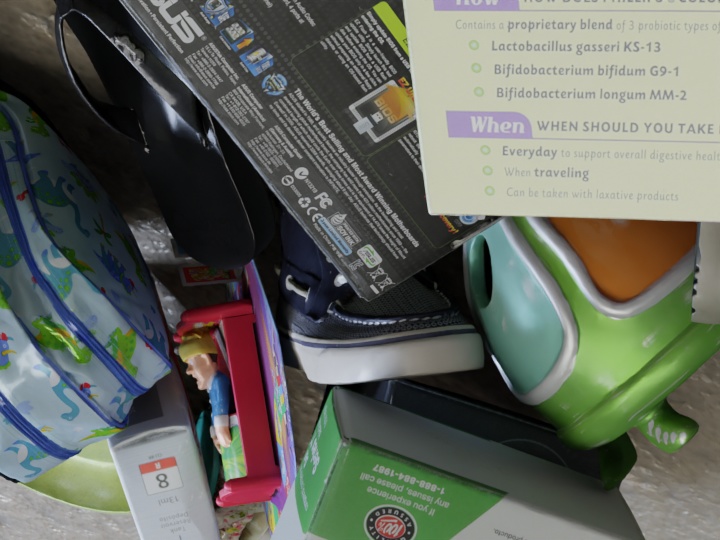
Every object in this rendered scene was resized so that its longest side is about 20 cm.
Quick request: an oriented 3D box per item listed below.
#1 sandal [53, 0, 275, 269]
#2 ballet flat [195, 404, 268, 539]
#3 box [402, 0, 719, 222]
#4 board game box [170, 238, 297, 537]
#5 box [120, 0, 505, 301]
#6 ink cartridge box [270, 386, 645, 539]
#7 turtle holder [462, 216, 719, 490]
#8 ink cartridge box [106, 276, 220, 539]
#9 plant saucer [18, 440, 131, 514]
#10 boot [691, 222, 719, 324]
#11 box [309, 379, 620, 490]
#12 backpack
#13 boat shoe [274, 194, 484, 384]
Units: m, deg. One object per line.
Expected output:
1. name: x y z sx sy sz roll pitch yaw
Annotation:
1. sandal: -0.099 -0.085 1.317 0.076 0.043 0.200 -9 115 45
2. ballet flat: -0.075 0.126 1.632 0.064 0.076 0.200 1 157 -15
3. box: 0.109 -0.125 0.997 0.175 0.097 0.200 2 116 21
4. board game box: -0.067 0.062 1.404 0.039 0.200 0.158 -7 123 -9
5. box: 0.026 -0.109 1.126 0.193 0.048 0.200 -34 123 10
6. ink cartridge box: 0.019 0.173 1.243 0.146 0.200 0.083 21 -168 -10
7. turtle holder: 0.114 0.002 1.256 0.132 0.141 0.186 45 -174 0
8. ink cartridge box: -0.095 0.126 1.511 0.050 0.162 0.200 -19 121 -1
9. plant saucer: -0.191 0.067 1.648 0.200 0.031 0.200 22 148 15
10. boot: 0.235 -0.043 1.110 0.199 0.073 0.182 5 122 8
11. box: 0.040 0.114 1.386 0.122 0.106 0.200 18 177 -9
12. backpack: -0.171 0.008 1.402 0.153 0.200 0.163 -17 130 18
13. boat shoe: 0.000 0.000 1.298 0.074 0.093 0.200 -6 -176 -19
